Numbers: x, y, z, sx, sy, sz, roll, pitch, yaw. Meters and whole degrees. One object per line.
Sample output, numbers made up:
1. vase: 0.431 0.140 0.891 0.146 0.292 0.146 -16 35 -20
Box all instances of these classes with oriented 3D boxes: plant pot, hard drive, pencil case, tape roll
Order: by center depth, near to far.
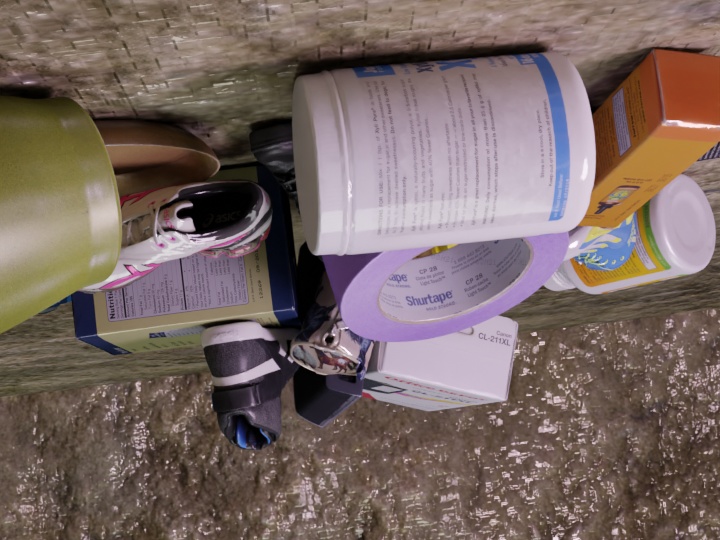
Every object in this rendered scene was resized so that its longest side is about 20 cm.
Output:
1. plant pot: -0.268 -0.034 0.924 0.191 0.203 0.200 -14 177 -31
2. plant pot: -0.211 -0.086 1.115 0.197 0.028 0.200 -6 171 -1
3. tape roll: 0.069 -0.019 1.156 0.197 0.066 0.201 -15 153 -8
4. pencil case: 0.000 0.000 1.316 0.077 0.202 0.089 23 164 -9
5. hard drive: -0.032 0.045 1.416 0.042 0.203 0.135 8 157 -18

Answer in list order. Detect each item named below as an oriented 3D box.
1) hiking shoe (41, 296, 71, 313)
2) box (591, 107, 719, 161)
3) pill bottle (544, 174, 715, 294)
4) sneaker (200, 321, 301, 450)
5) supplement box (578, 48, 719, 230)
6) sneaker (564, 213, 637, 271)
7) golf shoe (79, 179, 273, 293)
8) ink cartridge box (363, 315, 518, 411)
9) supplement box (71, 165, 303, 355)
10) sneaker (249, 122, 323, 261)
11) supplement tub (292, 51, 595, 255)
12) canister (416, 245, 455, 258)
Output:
1. hiking shoe: -0.300 -0.003 1.491 0.086 0.075 0.200 -18 178 19
2. box: 0.269 -0.123 1.250 0.197 0.037 0.143 -10 170 7
3. pill bottle: 0.293 -0.035 1.598 0.110 0.113 0.199 1 169 -43
4. sneaker: -0.097 0.112 1.314 0.072 0.114 0.200 -9 172 15
5. supplement box: 0.218 -0.099 1.124 0.066 0.070 0.200 2 156 -18
6. sneaker: 0.225 -0.032 1.332 0.075 0.106 0.200 5 -150 33
7. golf shoe: -0.170 -0.038 1.158 0.197 0.073 0.092 -16 167 -9
8. ink cartridge box: 0.053 0.087 1.442 0.144 0.084 0.200 14 168 -17
9. supplement box: -0.162 -0.005 1.328 0.197 0.136 0.200 -7 172 -1
10. sneaker: -0.027 -0.058 1.187 0.059 0.106 0.199 -10 171 24
11. supplement tub: 0.056 -0.084 1.000 0.197 0.134 0.132 -5 172 -10
12. canister: 0.093 -0.029 1.409 0.148 0.087 0.199 -44 -168 -27
